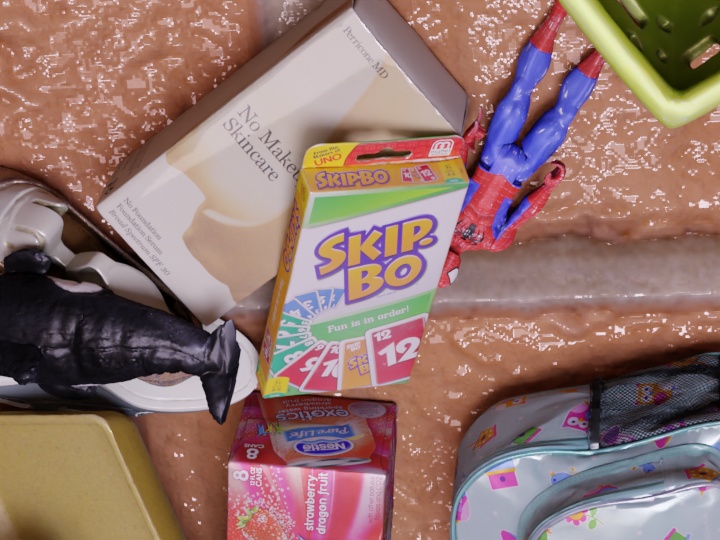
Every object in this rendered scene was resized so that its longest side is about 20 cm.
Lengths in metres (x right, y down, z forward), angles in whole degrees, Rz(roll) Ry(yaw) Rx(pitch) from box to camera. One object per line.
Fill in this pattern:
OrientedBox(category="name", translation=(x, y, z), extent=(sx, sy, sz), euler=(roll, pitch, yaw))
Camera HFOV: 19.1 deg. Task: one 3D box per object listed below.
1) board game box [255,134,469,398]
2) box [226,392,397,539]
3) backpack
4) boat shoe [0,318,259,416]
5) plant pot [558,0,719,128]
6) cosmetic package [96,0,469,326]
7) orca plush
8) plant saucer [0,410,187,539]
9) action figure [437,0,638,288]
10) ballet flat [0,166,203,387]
OrientedBox(category="board game box", translation=(0.000, 0.000, 1.247), extent=(0.095, 0.030, 0.200), euler=(-5, 137, -18))
OrientedBox(category="box", translation=(-0.032, 0.187, 1.353), extent=(0.100, 0.095, 0.200), euler=(5, 115, 4))
OrientedBox(category="backpack", translation=(0.151, 0.157, 1.292), extent=(0.200, 0.153, 0.176), euler=(-5, 119, 16))
OrientedBox(category="boat shoe", translation=(-0.162, 0.058, 1.341), extent=(0.200, 0.073, 0.062), euler=(4, 158, -3))
OrientedBox(category="plant pot", translation=(0.180, -0.225, 1.094), extent=(0.199, 0.182, 0.200), euler=(-33, 107, 20))
OrientedBox(category="cosmetic package", translation=(-0.045, -0.069, 1.251), extent=(0.200, 0.071, 0.105), euler=(-37, 106, 20))
OrientedBox(category="orca plush", translation=(-0.171, 0.056, 1.240), extent=(0.200, 0.071, 0.105), euler=(20, 131, 15))
OrientedBox(category="plant saucer", translation=(-0.181, 0.163, 1.354), extent=(0.200, 0.048, 0.200), euler=(-3, 118, 39))
OrientedBox(category="action figure", translation=(0.089, -0.071, 1.251), extent=(0.065, 0.052, 0.200), euler=(25, 117, -9))
OrientedBox(category="ballet flat", translation=(-0.172, -0.008, 1.282), extent=(0.200, 0.067, 0.068), euler=(34, 70, -1))
